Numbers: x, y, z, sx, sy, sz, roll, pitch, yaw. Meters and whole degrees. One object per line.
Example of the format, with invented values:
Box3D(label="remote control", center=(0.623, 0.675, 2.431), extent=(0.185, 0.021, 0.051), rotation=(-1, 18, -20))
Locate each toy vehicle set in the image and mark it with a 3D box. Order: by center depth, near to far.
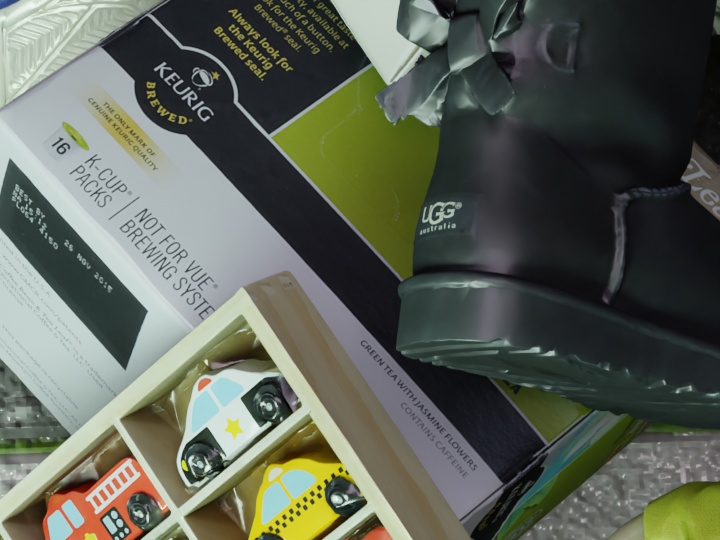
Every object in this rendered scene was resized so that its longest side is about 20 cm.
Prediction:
Box3D(label="toy vehicle set", center=(-0.056, 0.106, 0.881), extent=(0.200, 0.026, 0.125), rotation=(-41, 81, 33))

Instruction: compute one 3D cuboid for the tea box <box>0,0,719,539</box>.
Box3D(label="tea box", center=(0.000, 0.000, 0.971), extent=(0.196, 0.134, 0.200), rotation=(-36, 76, -28))

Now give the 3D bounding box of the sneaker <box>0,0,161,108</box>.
Box3D(label="sneaker", center=(-0.130, -0.108, 1.061), extent=(0.199, 0.077, 0.112), rotation=(-23, 32, 20))

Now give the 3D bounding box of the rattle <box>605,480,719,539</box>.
Box3D(label="rattle", center=(0.147, 0.176, 0.936), extent=(0.130, 0.143, 0.201), rotation=(-30, 65, 5))

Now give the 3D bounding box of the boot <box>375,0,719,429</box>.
Box3D(label="boot", center=(0.086, -0.041, 0.855), extent=(0.198, 0.073, 0.164), rotation=(17, 75, -43))

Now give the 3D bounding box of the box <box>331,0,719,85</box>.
Box3D(label="box", center=(0.078, -0.122, 0.949), extent=(0.199, 0.068, 0.082), rotation=(-11, 60, -39))
